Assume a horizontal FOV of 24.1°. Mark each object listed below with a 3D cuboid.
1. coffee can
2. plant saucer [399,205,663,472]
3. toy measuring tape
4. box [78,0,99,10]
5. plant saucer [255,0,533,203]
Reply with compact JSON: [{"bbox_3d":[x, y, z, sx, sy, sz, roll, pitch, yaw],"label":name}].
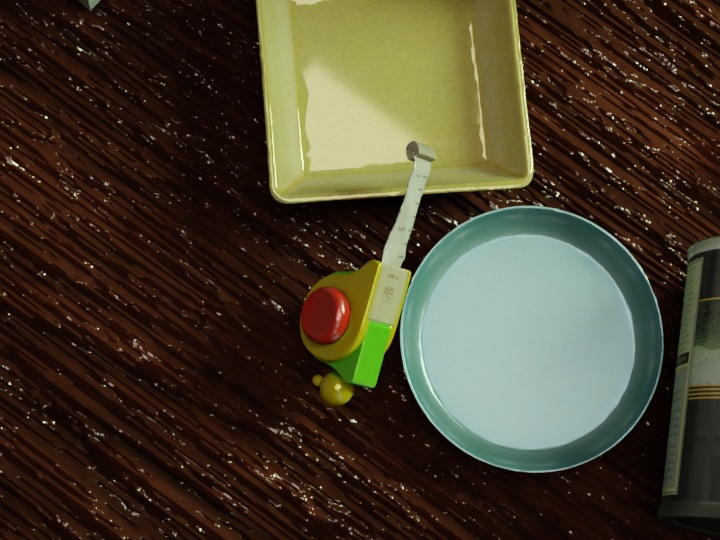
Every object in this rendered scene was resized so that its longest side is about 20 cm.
[{"bbox_3d":[0.296,0.090,1.210,0.145,0.146,0.201,9,78,-2],"label":"coffee can"},{"bbox_3d":[0.127,0.052,1.266,0.199,0.027,0.202,1,79,-4],"label":"plant saucer"},{"bbox_3d":[0.000,0.000,1.239,0.073,0.074,0.201,16,89,-1],"label":"toy measuring tape"},{"bbox_3d":[-0.270,-0.284,1.300,0.200,0.039,0.041,43,80,5],"label":"box"},{"bbox_3d":[0.023,-0.149,1.289,0.198,0.048,0.201,-4,78,-5],"label":"plant saucer"}]
